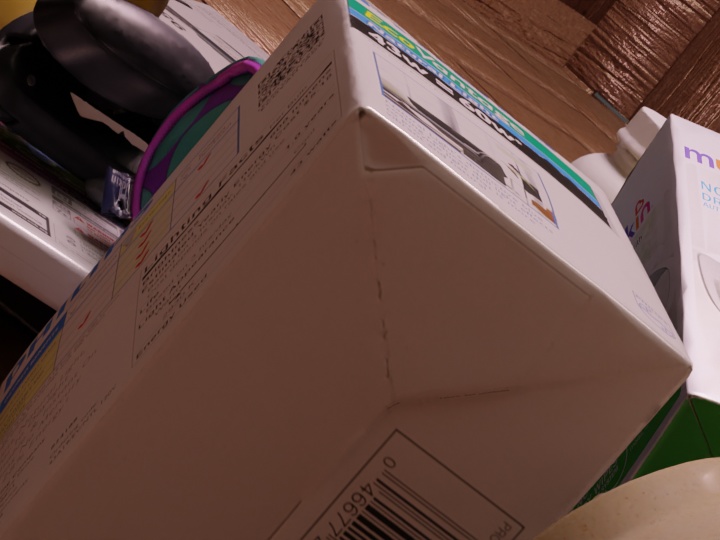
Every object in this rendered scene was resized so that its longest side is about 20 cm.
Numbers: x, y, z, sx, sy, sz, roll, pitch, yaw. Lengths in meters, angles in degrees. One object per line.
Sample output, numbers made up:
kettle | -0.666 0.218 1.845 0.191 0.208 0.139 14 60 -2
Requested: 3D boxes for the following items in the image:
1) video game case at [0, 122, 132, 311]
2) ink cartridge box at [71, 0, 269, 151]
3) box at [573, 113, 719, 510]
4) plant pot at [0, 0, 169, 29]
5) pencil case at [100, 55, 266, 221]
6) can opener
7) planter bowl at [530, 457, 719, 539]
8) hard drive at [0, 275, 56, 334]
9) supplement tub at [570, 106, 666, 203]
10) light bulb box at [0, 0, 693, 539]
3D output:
video game case | -0.102 -0.013 1.002 0.200 0.023 0.182 34 12 -18
ink cartridge box | -0.093 -0.080 1.341 0.145 0.084 0.200 41 11 17
box | 0.184 0.058 0.957 0.200 0.097 0.177 22 35 -11
plant pot | -0.190 -0.171 1.167 0.189 0.201 0.201 57 13 8
pencil case | 0.000 0.000 0.983 0.085 0.093 0.200 -2 -24 43
can opener | -0.071 -0.040 1.011 0.079 0.063 0.200 10 -24 48
planter bowl | 0.102 0.137 0.702 0.200 0.200 0.135 25 28 -52
hard drive | -0.091 0.018 1.064 0.200 0.038 0.140 39 10 0
supplement tub | 0.126 0.033 1.279 0.145 0.200 0.145 37 10 -8
light bulb box | -0.018 0.034 0.800 0.125 0.198 0.200 38 12 -12
